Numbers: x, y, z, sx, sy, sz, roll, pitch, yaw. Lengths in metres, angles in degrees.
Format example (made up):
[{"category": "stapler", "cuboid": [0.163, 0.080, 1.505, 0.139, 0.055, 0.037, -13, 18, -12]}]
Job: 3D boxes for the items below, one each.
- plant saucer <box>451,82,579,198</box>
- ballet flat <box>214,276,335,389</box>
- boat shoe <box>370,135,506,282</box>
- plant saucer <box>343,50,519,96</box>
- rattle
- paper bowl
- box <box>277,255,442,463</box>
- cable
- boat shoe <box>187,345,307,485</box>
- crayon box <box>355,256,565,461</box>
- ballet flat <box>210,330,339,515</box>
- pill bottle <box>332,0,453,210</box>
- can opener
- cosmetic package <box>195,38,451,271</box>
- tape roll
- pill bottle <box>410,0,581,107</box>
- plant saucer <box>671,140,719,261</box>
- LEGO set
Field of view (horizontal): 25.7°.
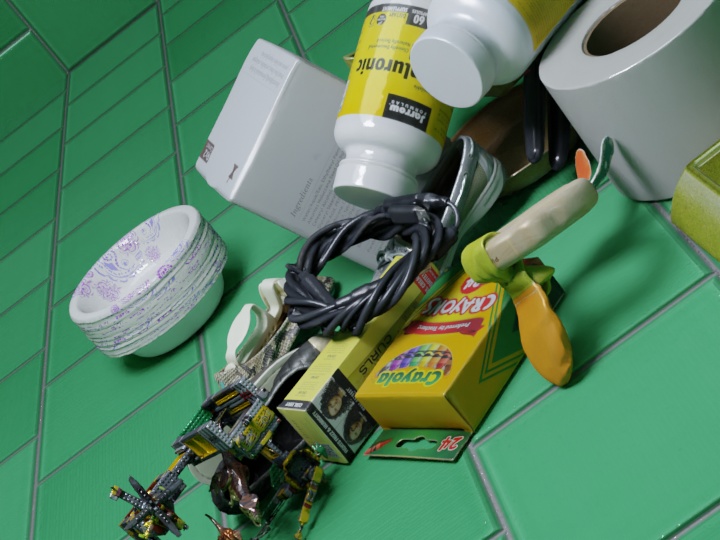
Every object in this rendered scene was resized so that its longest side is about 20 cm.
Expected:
[{"category": "plant saucer", "cuboid": [0.167, -0.135, 1.670, 0.199, 0.035, 0.201, -32, 25, 16]}, {"category": "ballet flat", "cuboid": [-0.092, 0.056, 1.662, 0.068, 0.075, 0.200, -15, 33, 45]}, {"category": "boat shoe", "cuboid": [0.065, -0.040, 1.575, 0.202, 0.065, 0.074, -52, 37, 4]}, {"category": "plant saucer", "cuboid": [0.097, -0.222, 1.734, 0.198, 0.048, 0.200, 1, 13, 12]}, {"category": "rattle", "cuboid": [0.188, -0.016, 1.356, 0.200, 0.143, 0.130, -31, -18, -54]}, {"category": "paper bowl", "cuboid": [-0.245, 0.024, 1.909, 0.200, 0.105, 0.201, -32, 24, 16]}, {"category": "box", "cuboid": [0.012, 0.080, 1.469, 0.050, 0.075, 0.200, -2, 42, 53]}, {"category": "cable", "cuboid": [0.000, 0.000, 1.491, 0.199, 0.051, 0.164, -6, 45, 47]}, {"category": "boat shoe", "cuboid": [-0.087, 0.128, 1.528, 0.201, 0.072, 0.061, -35, 12, -9]}, {"category": "crayon box", "cuboid": [0.080, 0.077, 1.400, 0.127, 0.051, 0.200, -7, 40, 51]}, {"category": "ballet flat", "cuboid": [-0.068, 0.143, 1.469, 0.201, 0.066, 0.057, -56, 6, -11]}, {"category": "pill bottle", "cuboid": [0.037, -0.162, 1.566, 0.111, 0.111, 0.201, -3, 69, 54]}, {"category": "can opener", "cuboid": [0.187, -0.194, 1.575, 0.079, 0.063, 0.201, 134, 150, -64]}, {"category": "cosmetic package", "cuboid": [-0.043, -0.124, 1.701, 0.166, 0.199, 0.165, -62, 24, 5]}, {"category": "tape roll", "cuboid": [0.283, -0.181, 1.449, 0.202, 0.139, 0.203, -31, 25, 16]}, {"category": "pill bottle", "cuboid": [0.133, -0.248, 1.502, 0.112, 0.112, 0.200, -7, 36, 51]}, {"category": "plant saucer", "cuboid": [0.354, -0.088, 1.275, 0.199, 0.048, 0.200, -38, 23, 4]}, {"category": "LEGO set", "cuboid": [-0.109, 0.189, 1.352, 0.200, 0.154, 0.116, -44, 6, -29]}]
